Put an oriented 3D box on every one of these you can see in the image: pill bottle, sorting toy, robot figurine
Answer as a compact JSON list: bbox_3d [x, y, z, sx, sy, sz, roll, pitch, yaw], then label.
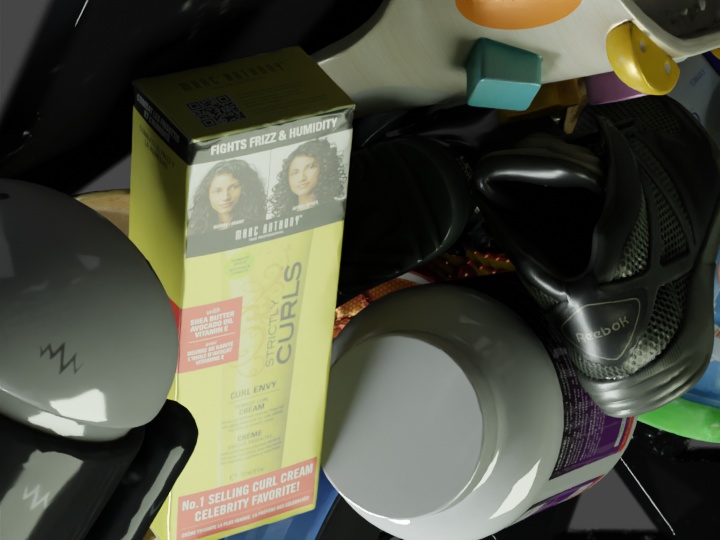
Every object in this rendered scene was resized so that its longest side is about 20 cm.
[{"bbox_3d":[0.050,0.059,1.120,0.112,0.113,0.200,-39,169,18],"label":"pill bottle"},{"bbox_3d":[0.060,-0.105,1.067,0.179,0.107,0.200,-19,180,33],"label":"sorting toy"},{"bbox_3d":[-0.150,0.062,0.910,0.201,0.125,0.150,-57,161,15],"label":"robot figurine"}]

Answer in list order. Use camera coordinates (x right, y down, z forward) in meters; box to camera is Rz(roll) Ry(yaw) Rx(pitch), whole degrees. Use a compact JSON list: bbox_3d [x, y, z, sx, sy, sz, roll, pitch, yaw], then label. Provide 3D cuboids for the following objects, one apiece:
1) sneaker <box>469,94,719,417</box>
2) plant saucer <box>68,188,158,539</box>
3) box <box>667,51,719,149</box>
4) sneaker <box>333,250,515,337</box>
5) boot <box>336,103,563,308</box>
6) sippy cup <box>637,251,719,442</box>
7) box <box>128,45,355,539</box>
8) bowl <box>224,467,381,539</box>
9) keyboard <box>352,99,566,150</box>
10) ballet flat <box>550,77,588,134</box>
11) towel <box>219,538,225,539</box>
[{"bbox_3d":[0.104,-0.041,1.085,0.076,0.114,0.200,-20,-148,24],"label":"sneaker"},{"bbox_3d":[-0.124,0.044,1.027,0.199,0.035,0.201,-19,132,-23],"label":"plant saucer"},{"bbox_3d":[0.234,-0.112,1.509,0.199,0.105,0.184,-30,169,-33],"label":"box"},{"bbox_3d":[0.000,0.000,1.247,0.199,0.073,0.077,2,154,-21],"label":"sneaker"},{"bbox_3d":[-0.013,-0.015,1.143,0.199,0.077,0.168,-23,179,23],"label":"boot"},{"bbox_3d":[0.175,0.005,1.367,0.178,0.139,0.131,-110,-139,-70],"label":"sippy cup"},{"bbox_3d":[-0.051,0.014,0.993,0.075,0.050,0.201,-14,130,-27],"label":"box"},{"bbox_3d":[-0.035,0.159,1.231,0.201,0.039,0.202,21,90,-78],"label":"bowl"},{"bbox_3d":[0.051,-0.059,1.283,0.104,0.040,0.200,-30,152,16],"label":"keyboard"},{"bbox_3d":[0.097,-0.100,1.258,0.072,0.068,0.200,-15,169,0],"label":"ballet flat"},{"bbox_3d":[-0.106,0.116,1.188,0.144,0.024,0.201,17,95,-39],"label":"towel"}]
